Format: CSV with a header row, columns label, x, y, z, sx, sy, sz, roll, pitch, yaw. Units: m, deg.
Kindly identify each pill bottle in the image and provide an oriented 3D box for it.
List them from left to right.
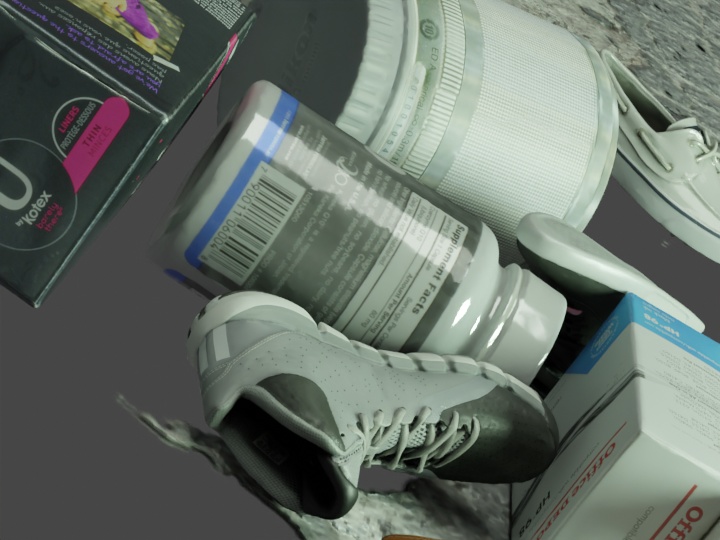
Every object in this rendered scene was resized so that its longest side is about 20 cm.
label,x,y,z,sx,sy,sz,roll,pitch,yaw
pill bottle,0.000,0.000,1.404,0.200,0.114,0.114,33,22,-9

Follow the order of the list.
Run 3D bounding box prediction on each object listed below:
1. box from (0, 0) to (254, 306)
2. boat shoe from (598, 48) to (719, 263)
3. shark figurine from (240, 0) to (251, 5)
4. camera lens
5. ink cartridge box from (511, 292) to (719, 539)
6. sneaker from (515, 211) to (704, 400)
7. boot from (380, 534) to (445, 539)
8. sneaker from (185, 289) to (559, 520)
label,x,y,z,sx,sy,sz,roll,pitch,yaw
box,-0.143,-0.087,1.337,0.106,0.122,0.200,36,23,-3
boat shoe,0.226,-0.081,1.951,0.200,0.066,0.072,48,25,27
shark figurine,-0.035,-0.173,1.735,0.128,0.090,0.214,41,21,16
camera lens,0.038,-0.089,1.572,0.200,0.160,0.160,20,27,-35
ink cartridge box,0.134,0.109,1.380,0.067,0.116,0.200,32,22,-11
sneaker,0.120,0.036,1.503,0.071,0.099,0.200,40,4,31
boot,0.079,0.200,1.201,0.200,0.077,0.155,25,20,-8
sneaker,0.008,0.088,1.314,0.199,0.075,0.116,18,32,-16
